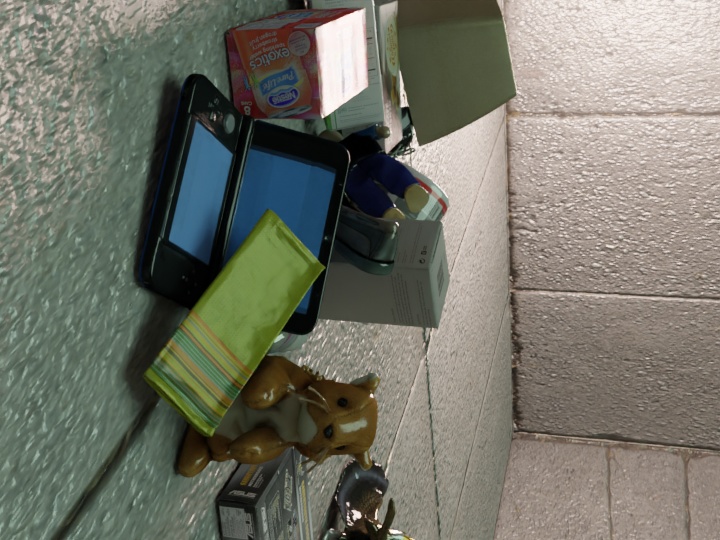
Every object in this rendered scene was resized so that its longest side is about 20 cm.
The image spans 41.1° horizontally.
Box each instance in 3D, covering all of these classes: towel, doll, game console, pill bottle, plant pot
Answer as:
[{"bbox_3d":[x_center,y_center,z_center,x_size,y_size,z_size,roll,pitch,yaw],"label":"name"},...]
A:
[{"bbox_3d":[-0.109,0.044,0.866,0.086,0.018,0.201,49,59,-27],"label":"towel"},{"bbox_3d":[-0.002,-0.123,1.216,0.136,0.200,0.048,-45,139,2],"label":"doll"},{"bbox_3d":[-0.102,-0.058,0.900,0.171,0.117,0.203,43,56,-69],"label":"game console"},{"bbox_3d":[0.023,-0.037,1.284,0.201,0.113,0.114,-57,158,-8],"label":"pill bottle"},{"bbox_3d":[0.154,-0.349,1.569,0.201,0.175,0.202,-87,163,-59],"label":"plant pot"}]

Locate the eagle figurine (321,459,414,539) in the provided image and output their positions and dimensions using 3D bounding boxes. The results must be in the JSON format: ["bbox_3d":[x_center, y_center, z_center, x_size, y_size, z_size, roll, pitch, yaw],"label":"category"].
[{"bbox_3d":[0.010,0.391,1.449,0.152,0.151,0.200,-47,-165,-2],"label":"eagle figurine"}]

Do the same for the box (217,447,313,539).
[{"bbox_3d":[-0.104,0.304,1.107,0.159,0.048,0.202,-57,146,-63],"label":"box"}]

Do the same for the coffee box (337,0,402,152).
[{"bbox_3d":[0.008,-0.273,1.356,0.114,0.079,0.203,-48,138,-66],"label":"coffee box"}]

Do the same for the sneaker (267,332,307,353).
[{"bbox_3d":[-0.092,0.003,1.039,0.088,0.080,0.203,-45,134,-70],"label":"sneaker"}]

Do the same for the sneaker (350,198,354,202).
[{"bbox_3d":[-0.007,-0.079,1.377,0.071,0.072,0.201,-64,144,-36],"label":"sneaker"}]

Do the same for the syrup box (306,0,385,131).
[{"bbox_3d":[-0.021,-0.289,1.213,0.079,0.080,0.202,-108,-171,-59],"label":"syrup box"}]

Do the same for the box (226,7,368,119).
[{"bbox_3d":[-0.064,-0.234,1.069,0.200,0.101,0.096,-55,145,-65],"label":"box"}]

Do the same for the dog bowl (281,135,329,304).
[{"bbox_3d":[-0.084,-0.046,0.983,0.050,0.110,0.203,138,-42,-76],"label":"dog bowl"}]

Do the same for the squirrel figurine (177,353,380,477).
[{"bbox_3d":[-0.063,0.134,0.961,0.200,0.184,0.143,12,81,-72],"label":"squirrel figurine"}]

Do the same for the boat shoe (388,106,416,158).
[{"bbox_3d":[0.052,-0.213,1.538,0.200,0.073,0.069,-68,142,-72],"label":"boat shoe"}]

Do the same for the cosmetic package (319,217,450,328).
[{"bbox_3d":[0.000,0.000,1.151,0.108,0.197,0.085,79,23,-46],"label":"cosmetic package"}]

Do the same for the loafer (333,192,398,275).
[{"bbox_3d":[-0.022,-0.068,1.087,0.071,0.200,0.063,-1,120,-43],"label":"loafer"}]
